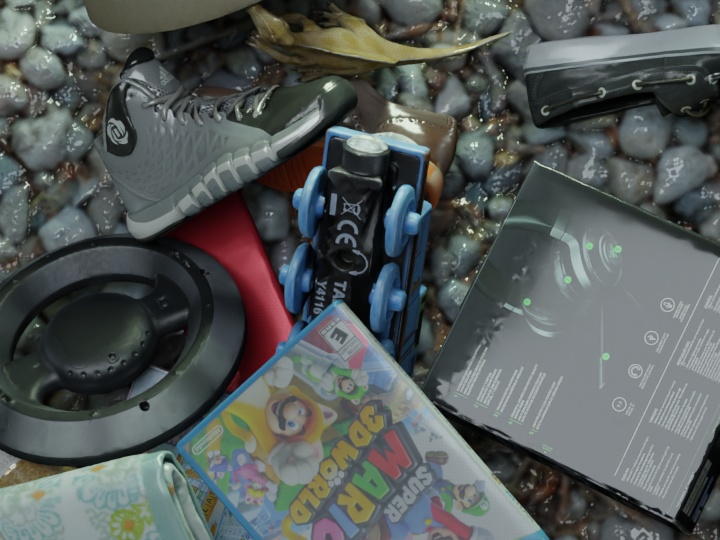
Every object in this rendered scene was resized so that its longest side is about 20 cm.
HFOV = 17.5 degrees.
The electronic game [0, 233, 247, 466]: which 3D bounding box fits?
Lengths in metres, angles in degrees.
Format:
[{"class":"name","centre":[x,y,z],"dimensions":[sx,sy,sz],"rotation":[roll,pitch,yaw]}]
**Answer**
[{"class":"electronic game","centre":[-0.174,0.050,1.558],"dimensions":[0.199,0.042,0.200],"rotation":[-6,46,7]}]

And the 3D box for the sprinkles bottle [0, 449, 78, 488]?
[{"class":"sprinkles bottle","centre":[-0.248,0.115,1.576],"dimensions":[0.068,0.068,0.200],"rotation":[-47,57,0]}]

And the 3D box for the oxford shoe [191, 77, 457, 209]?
[{"class":"oxford shoe","centre":[-0.029,-0.097,1.605],"dimensions":[0.199,0.071,0.073],"rotation":[17,61,13]}]

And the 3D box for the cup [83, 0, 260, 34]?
[{"class":"cup","centre":[-0.117,-0.269,1.562],"dimensions":[0.200,0.200,0.144],"rotation":[-18,117,9]}]

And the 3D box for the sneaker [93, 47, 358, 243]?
[{"class":"sneaker","centre":[-0.103,-0.106,1.537],"dimensions":[0.200,0.075,0.116],"rotation":[-29,93,30]}]

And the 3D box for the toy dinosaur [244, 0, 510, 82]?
[{"class":"toy dinosaur","centre":[-0.005,-0.150,1.592],"dimensions":[0.101,0.199,0.058],"rotation":[21,105,56]}]

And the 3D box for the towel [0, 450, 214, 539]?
[{"class":"towel","centre":[-0.163,0.220,1.483],"dimensions":[0.171,0.048,0.201],"rotation":[-16,107,15]}]

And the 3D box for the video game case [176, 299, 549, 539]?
[{"class":"video game case","centre":[0.000,0.139,1.459],"dimensions":[0.143,0.018,0.200],"rotation":[-42,87,11]}]

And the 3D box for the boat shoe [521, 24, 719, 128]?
[{"class":"boat shoe","centre":[0.206,-0.128,1.552],"dimensions":[0.199,0.069,0.057],"rotation":[-3,85,18]}]

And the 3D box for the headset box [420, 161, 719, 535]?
[{"class":"headset box","centre":[0.156,0.048,1.507],"dimensions":[0.199,0.093,0.175],"rotation":[24,85,17]}]

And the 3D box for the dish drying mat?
[{"class":"dish drying mat","centre":[-0.083,0.037,1.605],"dimensions":[0.077,0.018,0.201],"rotation":[-26,75,11]}]

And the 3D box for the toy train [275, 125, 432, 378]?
[{"class":"toy train","centre":[0.000,0.000,1.512],"dimensions":[0.086,0.114,0.201],"rotation":[12,113,13]}]

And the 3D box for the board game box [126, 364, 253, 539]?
[{"class":"board game box","centre":[-0.088,0.186,1.552],"dimensions":[0.199,0.041,0.201],"rotation":[20,88,18]}]
